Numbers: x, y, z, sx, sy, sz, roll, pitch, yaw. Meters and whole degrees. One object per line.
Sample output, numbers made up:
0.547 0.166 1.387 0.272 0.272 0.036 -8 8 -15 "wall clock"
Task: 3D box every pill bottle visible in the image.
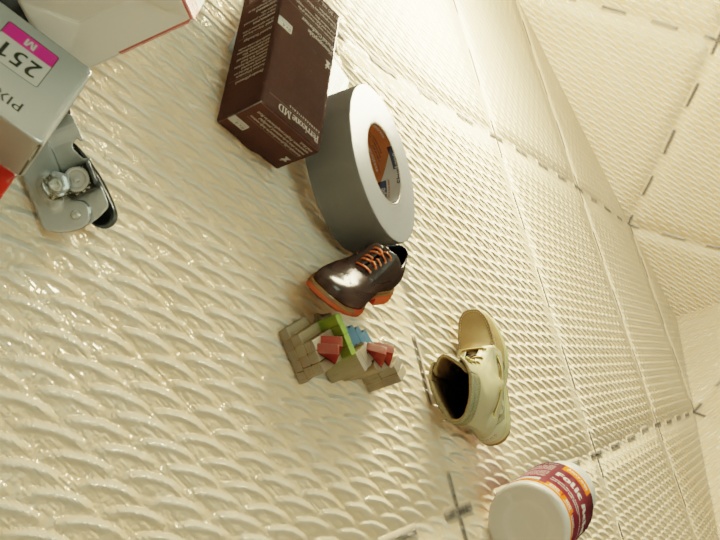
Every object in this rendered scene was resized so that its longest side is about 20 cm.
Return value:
0.264 0.336 1.162 0.199 0.113 0.116 1 69 -62 "pill bottle"

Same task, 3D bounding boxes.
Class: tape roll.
0.002 -0.126 1.034 0.200 0.065 0.204 -13 90 -69 "tape roll"

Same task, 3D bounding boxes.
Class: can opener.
-0.247 -0.122 0.625 0.066 0.052 0.203 -176 -116 -81 "can opener"

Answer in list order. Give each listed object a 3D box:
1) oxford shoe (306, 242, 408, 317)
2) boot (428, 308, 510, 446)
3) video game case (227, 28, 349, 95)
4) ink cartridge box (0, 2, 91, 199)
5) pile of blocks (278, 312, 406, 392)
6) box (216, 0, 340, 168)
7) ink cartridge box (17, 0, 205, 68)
0.000 0.000 0.938 0.071 0.073 0.200 40 18 12 "oxford shoe"
0.148 0.130 1.143 0.155 0.072 0.203 34 47 -52 "boot"
-0.084 -0.261 1.052 0.183 0.022 0.202 52 32 -31 "video game case"
-0.285 -0.127 0.497 0.199 0.043 0.175 36 37 -23 "ink cartridge box"
-0.006 0.082 0.901 0.199 0.061 0.084 20 53 -57 "pile of blocks"
-0.089 -0.231 0.927 0.100 0.074 0.203 34 53 -43 "box"
-0.191 -0.232 0.683 0.201 0.115 0.068 -99 166 -62 "ink cartridge box"
